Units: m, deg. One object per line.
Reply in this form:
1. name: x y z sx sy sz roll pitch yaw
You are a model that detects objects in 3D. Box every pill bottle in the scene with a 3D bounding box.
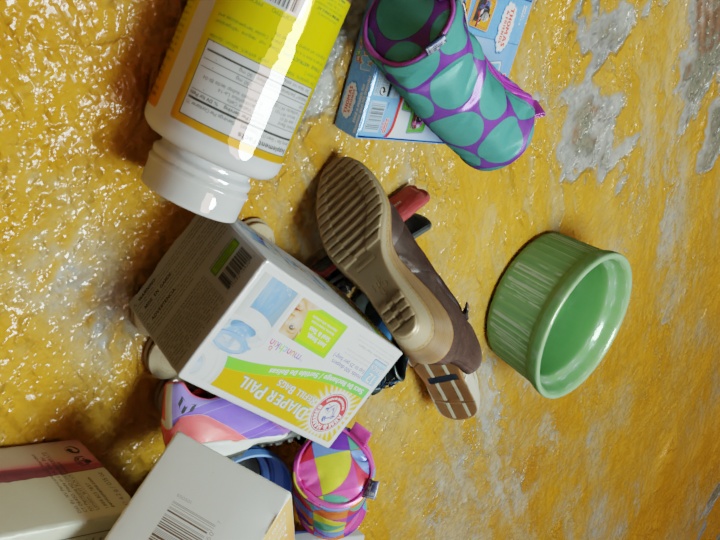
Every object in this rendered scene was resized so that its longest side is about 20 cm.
1. pill bottle: -0.086 -0.143 0.684 0.108 0.108 0.203 14 104 -52

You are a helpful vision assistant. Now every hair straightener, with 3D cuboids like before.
1. hair straightener: 0.000 0.000 0.934 0.200 0.040 0.078 -42 141 -29

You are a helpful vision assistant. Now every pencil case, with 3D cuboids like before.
1. pencil case: 0.084 -0.166 0.823 0.092 0.086 0.199 -32 146 16
2. pencil case: -0.026 0.220 0.970 0.088 0.088 0.201 -42 166 -20

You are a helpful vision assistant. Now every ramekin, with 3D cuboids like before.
1. ramekin: 0.251 0.051 1.216 0.198 0.097 0.203 -29 134 -34

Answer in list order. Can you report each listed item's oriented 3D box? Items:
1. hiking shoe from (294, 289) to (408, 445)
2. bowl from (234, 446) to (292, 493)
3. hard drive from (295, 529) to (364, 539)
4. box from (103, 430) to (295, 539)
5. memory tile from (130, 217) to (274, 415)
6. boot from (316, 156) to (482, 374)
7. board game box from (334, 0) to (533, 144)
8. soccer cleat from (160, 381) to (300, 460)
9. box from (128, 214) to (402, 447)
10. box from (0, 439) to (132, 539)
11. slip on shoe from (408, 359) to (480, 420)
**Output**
1. hiking shoe: 0.000 0.099 0.967 0.202 0.086 0.074 -58 143 -1
2. bowl: -0.152 0.254 0.925 0.199 0.039 0.203 -35 142 -32
3. hard drive: -0.075 0.354 1.074 0.133 0.025 0.199 -58 154 2
4. box: -0.131 0.253 0.750 0.154 0.105 0.202 -58 163 -31
5. memory tile: -0.126 0.064 0.857 0.152 0.017 0.203 -34 137 -30
6. boot: 0.038 0.001 0.887 0.072 0.203 0.166 -31 156 15
7. board game box: 0.073 -0.197 0.891 0.198 0.036 0.154 -4 117 -46
8. soccer cleat: -0.103 0.126 0.864 0.198 0.067 0.075 -5 85 -56
9. box: -0.073 0.050 0.789 0.113 0.101 0.199 -51 137 3
10. box: -0.283 0.215 0.701 0.198 0.108 0.130 4 112 -50
11. slip on shoe: 0.098 0.092 1.104 0.061 0.074 0.202 -80 153 -43
